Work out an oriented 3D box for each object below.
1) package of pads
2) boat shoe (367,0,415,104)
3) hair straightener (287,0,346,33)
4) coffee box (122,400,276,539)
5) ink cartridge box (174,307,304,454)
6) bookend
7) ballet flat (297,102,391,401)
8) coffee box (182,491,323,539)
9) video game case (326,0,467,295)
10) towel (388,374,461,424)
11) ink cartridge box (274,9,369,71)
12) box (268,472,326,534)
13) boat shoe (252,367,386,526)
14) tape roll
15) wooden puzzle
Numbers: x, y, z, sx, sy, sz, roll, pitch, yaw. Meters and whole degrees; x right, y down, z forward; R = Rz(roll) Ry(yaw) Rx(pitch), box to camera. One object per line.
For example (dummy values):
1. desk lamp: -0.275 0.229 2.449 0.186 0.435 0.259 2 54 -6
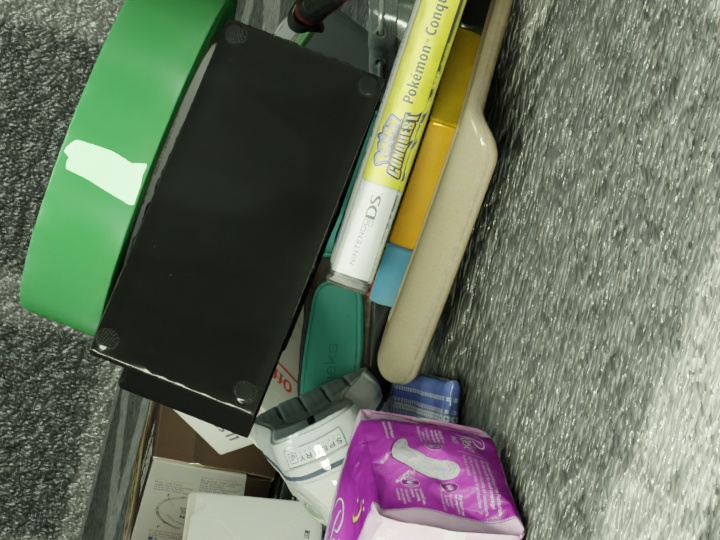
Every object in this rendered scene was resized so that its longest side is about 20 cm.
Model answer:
1. package of pads: 0.013 0.177 1.257 0.121 0.075 0.201 -106 29 -68
2. boat shoe: 0.012 -0.093 1.672 0.202 0.064 0.075 112 167 -50
3. hair straightener: 0.005 -0.185 1.588 0.077 0.041 0.200 -62 8 -21
4. coffee box: -0.104 0.130 1.778 0.200 0.079 0.113 110 169 -55
5. ink cartridge box: -0.084 0.026 1.641 0.067 0.117 0.201 -20 42 28
6. bookend: -0.073 0.002 1.478 0.200 0.092 0.199 111 180 -69
7. ballet flat: 0.000 0.000 1.633 0.073 0.073 0.201 155 121 -80
8. coffee box: -0.063 0.231 1.544 0.200 0.079 0.115 92 -176 -49
9. video game case: 0.023 -0.091 1.473 0.200 0.025 0.182 -83 12 -81
10. towel: 0.015 0.153 1.455 0.145 0.024 0.201 -178 100 -81
11. ink cartridge box: -0.043 -0.098 1.838 0.146 0.087 0.200 -55 10 -1
12. box: -0.032 0.089 1.791 0.199 0.049 0.201 -107 29 -75
13. boat shoe: -0.016 0.102 1.454 0.200 0.073 0.067 -60 -53 -83
14. tape roll: -0.123 -0.065 1.457 0.200 0.048 0.201 -159 90 -90
15. wooden puzzle: 0.044 -0.067 1.481 0.200 0.037 0.185 -81 7 -49
